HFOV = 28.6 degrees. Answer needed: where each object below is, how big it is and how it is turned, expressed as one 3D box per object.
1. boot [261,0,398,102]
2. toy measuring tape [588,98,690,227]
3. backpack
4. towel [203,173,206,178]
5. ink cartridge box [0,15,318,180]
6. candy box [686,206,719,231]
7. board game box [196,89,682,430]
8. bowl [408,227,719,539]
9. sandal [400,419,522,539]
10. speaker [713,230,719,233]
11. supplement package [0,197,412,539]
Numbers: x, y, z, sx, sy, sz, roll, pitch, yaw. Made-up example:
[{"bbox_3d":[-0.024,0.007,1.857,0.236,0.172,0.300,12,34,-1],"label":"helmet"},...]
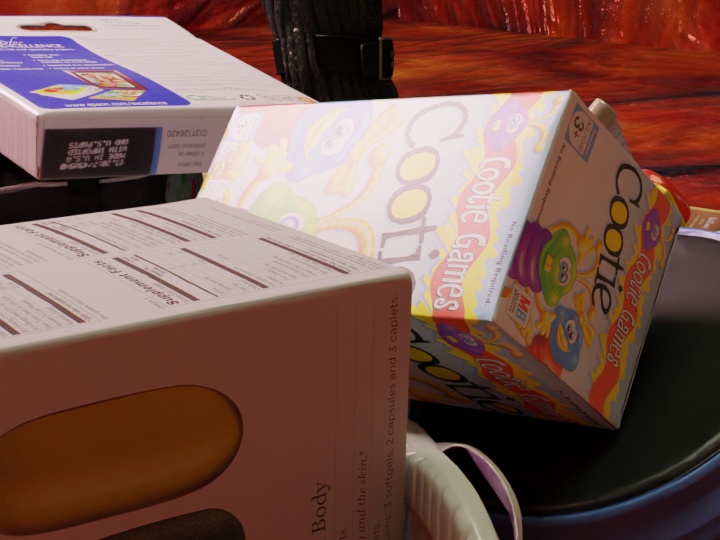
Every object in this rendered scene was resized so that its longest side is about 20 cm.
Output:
[{"bbox_3d":[0.002,-0.126,0.957,0.078,0.160,0.211,-12,-4,18],"label":"boot"},{"bbox_3d":[0.139,-0.041,0.792,0.073,0.074,0.200,11,-22,33],"label":"toy measuring tape"},{"bbox_3d":[-0.183,-0.035,0.909,0.175,0.153,0.201,-6,25,3],"label":"backpack"},{"bbox_3d":[-0.071,-0.065,1.096,0.198,0.037,0.147,18,24,41],"label":"towel"},{"bbox_3d":[-0.149,-0.107,0.845,0.196,0.048,0.199,-8,25,-38],"label":"ink cartridge box"},{"bbox_3d":[0.201,-0.008,1.046,0.115,0.057,0.199,10,18,30],"label":"candy box"},{"bbox_3d":[0.023,-0.007,0.632,0.198,0.106,0.103,4,-25,43],"label":"board game box"},{"bbox_3d":[0.111,0.053,0.637,0.198,0.040,0.202,-21,32,14],"label":"bowl"},{"bbox_3d":[0.041,0.103,0.537,0.049,0.084,0.203,-1,18,-11],"label":"sandal"},{"bbox_3d":[0.158,0.026,0.752,0.197,0.082,0.081,-12,9,22],"label":"speaker"},{"bbox_3d":[-0.103,0.071,0.520,0.198,0.154,0.150,-10,19,-37],"label":"supplement package"}]
